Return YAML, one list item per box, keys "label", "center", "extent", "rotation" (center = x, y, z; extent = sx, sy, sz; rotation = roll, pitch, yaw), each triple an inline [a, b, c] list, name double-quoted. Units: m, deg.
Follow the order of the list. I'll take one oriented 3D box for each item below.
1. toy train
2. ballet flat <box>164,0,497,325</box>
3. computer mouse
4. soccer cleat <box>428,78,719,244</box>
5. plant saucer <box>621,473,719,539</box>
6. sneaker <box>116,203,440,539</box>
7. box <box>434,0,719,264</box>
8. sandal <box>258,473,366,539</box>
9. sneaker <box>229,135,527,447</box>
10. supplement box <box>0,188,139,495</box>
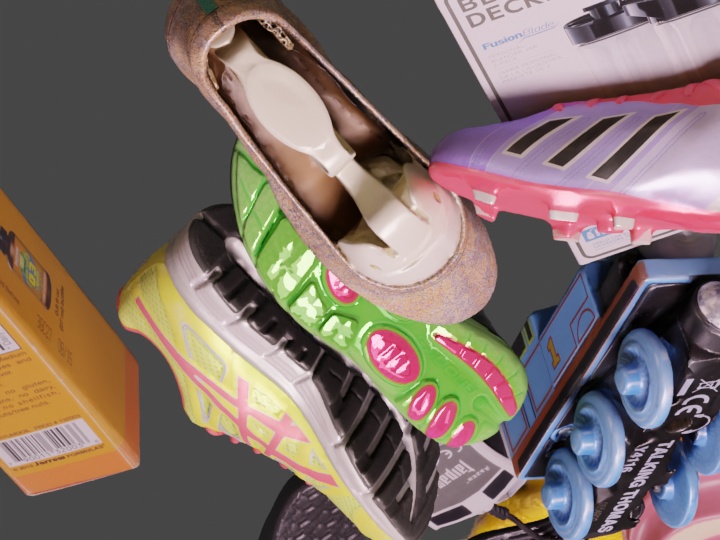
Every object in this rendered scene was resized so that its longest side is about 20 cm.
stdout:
- label: "toy train"
  center: [0.131, 0.049, 1.190]
  extent: [0.086, 0.115, 0.200]
  rotation: [-5, 147, -21]
- label: "ballet flat"
  center: [-0.008, -0.041, 1.042]
  extent: [0.068, 0.067, 0.200]
  rotation: [-46, 111, 1]
- label: "computer mouse"
  center: [0.051, 0.098, 1.294]
  extent: [0.109, 0.044, 0.200]
  rotation: [-33, 129, 23]
- label: "soccer cleat"
  center: [0.129, -0.050, 1.029]
  extent: [0.199, 0.077, 0.067]
  rotation: [6, 173, 6]
- label: "plant saucer"
  center: [0.235, 0.168, 1.350]
  extent: [0.200, 0.051, 0.201]
  rotation: [15, 138, 14]
- label: "sneaker"
  center: [-0.039, 0.058, 1.193]
  extent: [0.090, 0.078, 0.200]
  rotation: [-25, 111, 36]
- label: "box"
  center: [0.110, -0.096, 1.056]
  extent: [0.116, 0.060, 0.200]
  rotation: [-18, 140, 12]
- label: "sandal"
  center: [-0.045, 0.176, 1.392]
  extent: [0.075, 0.045, 0.200]
  rotation: [8, 125, -27]
- label: "sneaker"
  center: [0.000, 0.000, 1.142]
  extent: [0.077, 0.084, 0.200]
  rotation: [-36, 119, 0]
- label: "supplement box"
  center: [-0.171, 0.025, 1.154]
  extent: [0.069, 0.067, 0.200]
  rotation: [-14, 141, 13]
